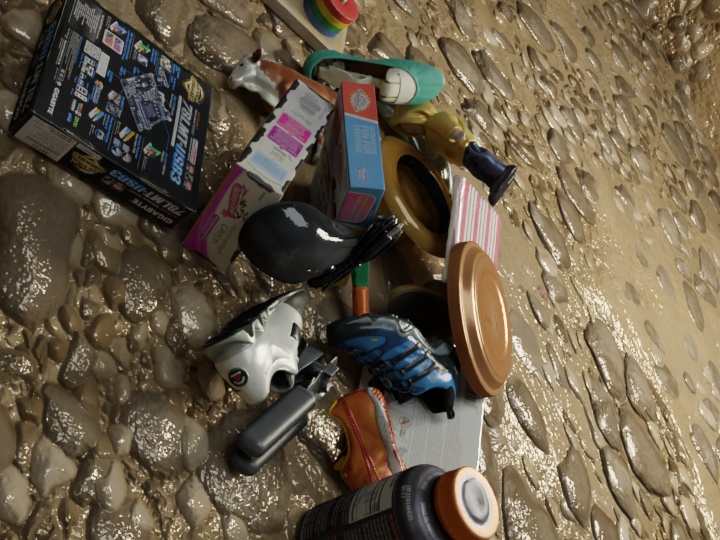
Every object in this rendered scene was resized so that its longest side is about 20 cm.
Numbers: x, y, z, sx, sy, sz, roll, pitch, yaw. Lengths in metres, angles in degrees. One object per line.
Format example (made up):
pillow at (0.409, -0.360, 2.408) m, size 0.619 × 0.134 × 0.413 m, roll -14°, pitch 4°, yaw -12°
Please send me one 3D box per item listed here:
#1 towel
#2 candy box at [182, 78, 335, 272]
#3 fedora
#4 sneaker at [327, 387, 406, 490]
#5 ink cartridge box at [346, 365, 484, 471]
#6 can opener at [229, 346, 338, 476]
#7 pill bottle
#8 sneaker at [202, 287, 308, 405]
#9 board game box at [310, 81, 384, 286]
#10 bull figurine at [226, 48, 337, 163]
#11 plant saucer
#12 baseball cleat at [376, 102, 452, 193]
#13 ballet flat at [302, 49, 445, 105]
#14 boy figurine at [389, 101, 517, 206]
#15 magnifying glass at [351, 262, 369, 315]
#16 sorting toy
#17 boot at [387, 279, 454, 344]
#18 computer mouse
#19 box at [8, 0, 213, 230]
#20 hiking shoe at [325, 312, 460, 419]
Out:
towel at (0.150, -0.030, 1.384) m, size 0.200 × 0.030 × 0.147 m, roll 34°, pitch 60°, yaw -62°
candy box at (-0.110, -0.109, 1.119) m, size 0.061 × 0.136 × 0.200 m, roll 34°, pitch 38°, yaw -9°
fedora at (0.060, -0.088, 1.386) m, size 0.200 × 0.082 × 0.201 m, roll 39°, pitch 33°, yaw -32°
sneaker at (0.013, 0.228, 1.117) m, size 0.073 × 0.077 × 0.201 m, roll -73°, pitch 146°, yaw -83°
ink cartridge box at (0.067, 0.180, 1.236) m, size 0.173 × 0.044 × 0.201 m, roll 25°, pitch 43°, yaw -11°
can opener at (-0.085, 0.141, 1.069) m, size 0.067 × 0.054 × 0.200 m, roll 31°, pitch 31°, yaw 14°
pill bottle at (0.039, 0.257, 0.995) m, size 0.106 × 0.200 × 0.107 m, roll 32°, pitch 43°, yaw -36°
sneaker at (-0.096, 0.081, 1.053) m, size 0.089 × 0.074 × 0.200 m, roll 61°, pitch 24°, yaw -7°
board game box at (-0.020, -0.098, 1.192) m, size 0.040 × 0.200 × 0.154 m, roll 4°, pitch 57°, yaw -13°
bull figurine at (-0.083, -0.211, 1.303) m, size 0.199 × 0.065 × 0.122 m, roll 7°, pitch 62°, yaw -50°
plant saucer at (0.157, 0.061, 1.285) m, size 0.200 × 0.032 × 0.202 m, roll -11°, pitch 90°, yaw -68°
baseball cleat at (0.097, -0.197, 1.529) m, size 0.106 × 0.069 × 0.201 m, roll -22°, pitch 88°, yaw -63°
ballet flat at (0.016, -0.258, 1.387) m, size 0.199 × 0.068 × 0.071 m, roll 9°, pitch 30°, yaw 2°
boy figurine at (0.128, -0.179, 1.420) m, size 0.200 × 0.065 × 0.124 m, roll 37°, pitch -6°, yaw 8°
magnifying glass at (0.000, 0.000, 1.236) m, size 0.022 × 0.080 × 0.201 m, roll 2°, pitch 83°, yaw -13°
sorting toy at (-0.073, -0.441, 1.480) m, size 0.199 × 0.069 × 0.201 m, roll 39°, pitch 39°, yaw -30°
boot at (0.089, 0.045, 1.353) m, size 0.200 × 0.074 × 0.076 m, roll 23°, pitch 34°, yaw -52°
computer mouse at (-0.046, -0.020, 1.075) m, size 0.200 × 0.138 × 0.053 m, roll 16°, pitch 43°, yaw -54°
box at (-0.252, -0.172, 1.062) m, size 0.198 × 0.050 × 0.201 m, roll 34°, pitch 41°, yaw -36°
hiking shoe at (0.046, 0.109, 1.181) m, size 0.199 × 0.074 × 0.087 m, roll 20°, pitch 59°, yaw -31°
